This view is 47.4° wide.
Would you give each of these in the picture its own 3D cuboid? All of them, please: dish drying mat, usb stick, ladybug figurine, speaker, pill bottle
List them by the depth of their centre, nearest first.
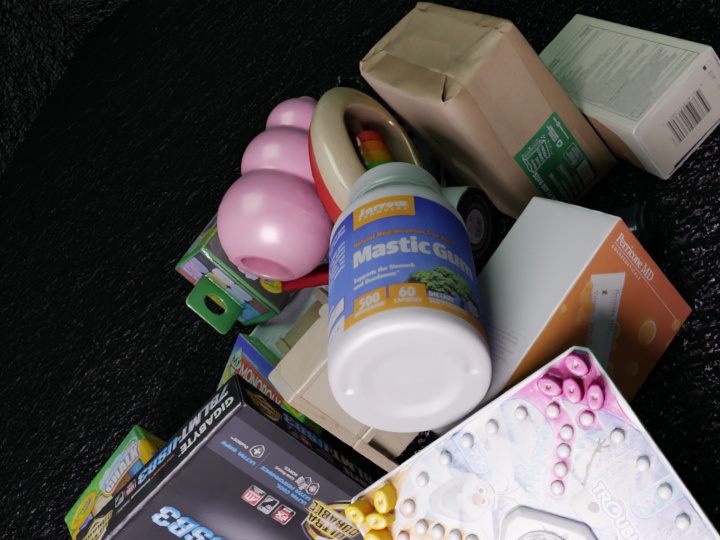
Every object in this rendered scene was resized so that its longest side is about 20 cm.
[{"bbox_3d":[0.031,0.008,0.609,0.111,0.112,0.201,-32,35,24],"label":"pill bottle"},{"bbox_3d":[0.173,-0.005,0.750,0.199,0.033,0.056,-26,18,32],"label":"usb stick"},{"bbox_3d":[0.006,-0.089,0.798,0.072,0.135,0.202,-45,48,36],"label":"ladybug figurine"},{"bbox_3d":[0.000,0.000,0.844,0.076,0.018,0.199,-18,7,-39],"label":"dish drying mat"},{"bbox_3d":[0.041,-0.048,0.887,0.198,0.081,0.082,2,57,40],"label":"speaker"}]

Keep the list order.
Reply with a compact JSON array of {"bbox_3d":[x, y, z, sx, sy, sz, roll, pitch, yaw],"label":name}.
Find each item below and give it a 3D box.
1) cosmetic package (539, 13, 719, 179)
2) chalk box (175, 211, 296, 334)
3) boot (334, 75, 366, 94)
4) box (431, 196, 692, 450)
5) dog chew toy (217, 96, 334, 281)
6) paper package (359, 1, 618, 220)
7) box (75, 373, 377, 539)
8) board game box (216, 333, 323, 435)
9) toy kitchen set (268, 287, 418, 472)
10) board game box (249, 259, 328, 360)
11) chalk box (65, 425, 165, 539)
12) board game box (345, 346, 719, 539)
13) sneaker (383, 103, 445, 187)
[{"bbox_3d":[0.252,-0.176,0.800,0.105,0.071,0.200,-47,33,5],"label":"cosmetic package"},{"bbox_3d":[-0.137,-0.016,1.011,0.201,0.125,0.124,-55,16,-24],"label":"chalk box"},{"bbox_3d":[0.000,-0.177,1.011,0.067,0.132,0.200,-9,15,-1],"label":"boot"},{"bbox_3d":[0.142,0.065,0.636,0.201,0.124,0.097,-54,32,-7],"label":"box"},{"bbox_3d":[-0.078,-0.094,0.875,0.124,0.124,0.203,-9,61,45],"label":"dog chew toy"},{"bbox_3d":[0.123,-0.152,0.811,0.104,0.200,0.191,-47,32,1],"label":"paper package"},{"bbox_3d":[-0.103,0.217,0.704,0.198,0.200,0.050,-44,30,5],"label":"box"},{"bbox_3d":[-0.110,0.166,0.888,0.200,0.029,0.136,30,100,57],"label":"board game box"},{"bbox_3d":[-0.008,0.041,0.766,0.163,0.180,0.200,-48,45,-2],"label":"toy kitchen set"},{"bbox_3d":[-0.044,0.065,0.951,0.201,0.026,0.200,-51,33,-1],"label":"board game box"},{"bbox_3d":[-0.210,0.257,0.847,0.124,0.125,0.200,-52,34,-5],"label":"chalk box"},{"bbox_3d":[0.114,0.185,0.511,0.199,0.026,0.201,-37,75,17],"label":"board game box"},{"bbox_3d":[0.055,-0.136,0.970,0.070,0.099,0.202,-12,50,40],"label":"sneaker"}]
